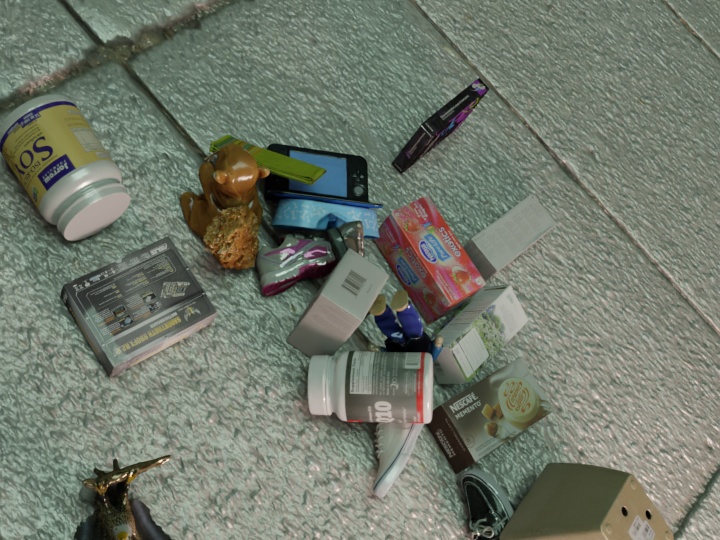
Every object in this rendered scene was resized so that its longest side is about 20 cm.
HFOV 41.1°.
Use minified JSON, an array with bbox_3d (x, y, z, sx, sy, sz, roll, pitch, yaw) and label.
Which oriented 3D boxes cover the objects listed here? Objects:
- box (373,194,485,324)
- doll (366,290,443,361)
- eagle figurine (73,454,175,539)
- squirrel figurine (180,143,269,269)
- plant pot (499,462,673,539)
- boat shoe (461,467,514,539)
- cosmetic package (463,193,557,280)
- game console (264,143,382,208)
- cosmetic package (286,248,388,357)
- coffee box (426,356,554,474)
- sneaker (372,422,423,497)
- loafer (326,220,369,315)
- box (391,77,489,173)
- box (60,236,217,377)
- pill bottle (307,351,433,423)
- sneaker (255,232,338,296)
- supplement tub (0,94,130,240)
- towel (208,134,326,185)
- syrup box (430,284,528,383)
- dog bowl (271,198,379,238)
[{"bbox_3d":[0.123,-0.020,1.760,0.094,0.103,0.201,-26,78,-31],"label":"box"},{"bbox_3d":[0.073,0.122,1.637,0.135,0.201,0.049,-11,40,17],"label":"doll"},{"bbox_3d":[-0.336,0.380,1.363,0.150,0.151,0.203,-7,98,16],"label":"eagle figurine"},{"bbox_3d":[-0.209,-0.107,1.608,0.140,0.187,0.202,-1,63,-23],"label":"squirrel figurine"},{"bbox_3d":[0.381,0.433,1.553,0.201,0.176,0.200,54,48,-6],"label":"plant pot"},{"bbox_3d":[0.215,0.428,1.587,0.068,0.073,0.201,-19,82,-45],"label":"boat shoe"},{"bbox_3d":[0.293,-0.067,1.887,0.199,0.051,0.083,-34,83,-33],"label":"cosmetic package"},{"bbox_3d":[-0.067,-0.172,1.737,0.197,0.119,0.173,7,61,-15],"label":"game console"},{"bbox_3d":[-0.041,0.064,1.587,0.084,0.200,0.108,33,58,-2],"label":"cosmetic package"},{"bbox_3d":[0.224,0.251,1.677,0.199,0.080,0.115,-24,75,-31],"label":"coffee box"},{"bbox_3d":[0.053,0.286,1.600,0.070,0.073,0.201,28,48,3],"label":"sneaker"},{"bbox_3d":[0.000,0.000,1.646,0.062,0.201,0.072,-28,43,-9],"label":"loafer"},{"bbox_3d":[0.157,-0.283,1.884,0.036,0.143,0.200,47,57,4],"label":"box"},{"bbox_3d":[-0.355,0.055,1.548,0.199,0.048,0.159,-29,79,-32],"label":"box"},{"bbox_3d":[0.018,0.190,1.566,0.197,0.114,0.115,0,61,7],"label":"pill bottle"},{"bbox_3d":[-0.098,-0.031,1.683,0.198,0.081,0.089,-20,75,-31],"label":"sneaker"},{"bbox_3d":[-0.477,-0.165,1.550,0.145,0.146,0.201,-30,78,-32],"label":"supplement tub"},{"bbox_3d":[-0.163,-0.199,1.701,0.198,0.018,0.086,19,27,9],"label":"towel"},{"bbox_3d":[0.207,0.113,1.729,0.200,0.081,0.079,-40,108,-34],"label":"syrup box"},{"bbox_3d":[-0.059,-0.092,1.705,0.198,0.111,0.050,7,87,-20],"label":"dog bowl"}]
